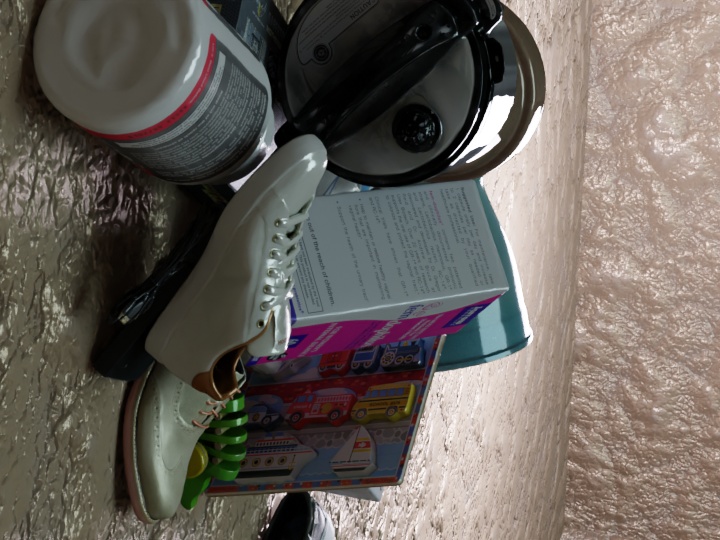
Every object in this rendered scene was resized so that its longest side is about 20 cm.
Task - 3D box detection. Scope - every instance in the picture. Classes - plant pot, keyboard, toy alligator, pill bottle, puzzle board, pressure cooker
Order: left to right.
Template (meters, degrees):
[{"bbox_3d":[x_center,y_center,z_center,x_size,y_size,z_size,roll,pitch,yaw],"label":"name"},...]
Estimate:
[{"bbox_3d":[-0.122,-0.118,1.014,0.200,0.110,0.111,39,60,-72],"label":"pill bottle"},{"bbox_3d":[-0.116,-0.005,1.084,0.200,0.021,0.127,-50,168,0],"label":"keyboard"},{"bbox_3d":[-0.115,0.099,1.253,0.059,0.054,0.201,-34,130,-71],"label":"toy alligator"},{"bbox_3d":[-0.033,0.119,1.320,0.017,0.200,0.151,51,44,-37],"label":"puzzle board"},{"bbox_3d":[0.030,-0.155,1.232,0.200,0.178,0.176,-32,131,-73],"label":"pressure cooker"},{"bbox_3d":[0.063,-0.166,1.510,0.175,0.200,0.201,-42,137,-64],"label":"plant pot"},{"bbox_3d":[0.074,-0.007,1.669,0.200,0.199,0.189,-40,124,-68],"label":"plant pot"}]

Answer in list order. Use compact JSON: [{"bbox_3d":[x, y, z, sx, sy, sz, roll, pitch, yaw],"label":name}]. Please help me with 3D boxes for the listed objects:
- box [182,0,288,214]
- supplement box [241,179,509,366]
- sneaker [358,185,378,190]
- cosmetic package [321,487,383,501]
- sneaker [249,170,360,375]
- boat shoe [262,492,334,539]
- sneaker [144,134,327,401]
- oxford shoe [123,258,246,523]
[{"bbox_3d":[-0.093,-0.127,1.227,0.200,0.051,0.158,49,50,-70],"label":"box"},{"bbox_3d":[0.000,0.000,1.239,0.101,0.200,0.104,-46,-123,57],"label":"supplement box"},{"bbox_3d":[-0.015,-0.018,1.534,0.072,0.072,0.200,78,26,-55],"label":"sneaker"},{"bbox_3d":[-0.038,0.157,1.484,0.200,0.101,0.074,66,34,-65],"label":"cosmetic package"},{"bbox_3d":[-0.056,-0.005,1.360,0.075,0.087,0.201,56,45,-71],"label":"sneaker"},{"bbox_3d":[-0.080,0.293,1.481,0.057,0.068,0.200,64,31,-32],"label":"boat shoe"},{"bbox_3d":[-0.063,0.003,1.055,0.200,0.085,0.073,-57,165,25],"label":"sneaker"},{"bbox_3d":[-0.127,0.092,1.167,0.071,0.074,0.201,14,84,-75],"label":"oxford shoe"}]
